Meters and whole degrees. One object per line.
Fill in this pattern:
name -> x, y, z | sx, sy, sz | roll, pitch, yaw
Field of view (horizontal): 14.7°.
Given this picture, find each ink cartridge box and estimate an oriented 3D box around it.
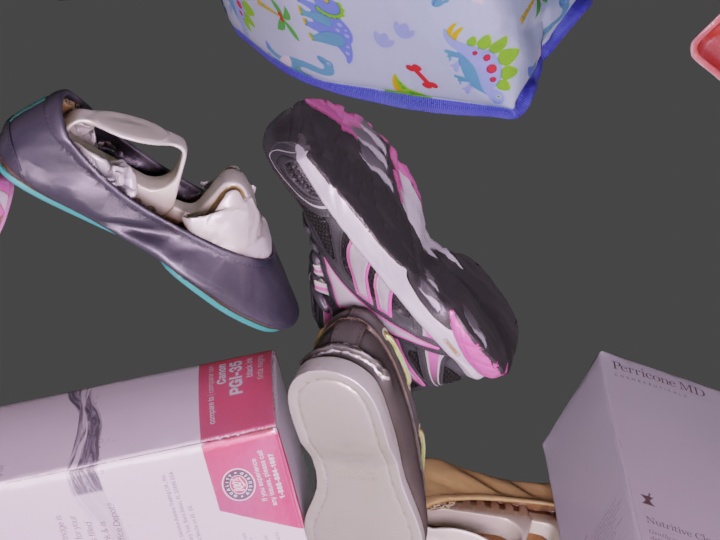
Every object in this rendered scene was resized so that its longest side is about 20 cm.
ink cartridge box -> -0.130, 0.142, 1.625 | 0.199, 0.083, 0.147 | -11, 124, 4

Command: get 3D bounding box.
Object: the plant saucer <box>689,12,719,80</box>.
plant saucer -> 0.309, -0.137, 1.488 | 0.200, 0.037, 0.200 | 34, 116, -24

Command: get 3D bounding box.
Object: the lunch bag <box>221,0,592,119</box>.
lunch bag -> -0.002, -0.179, 1.380 | 0.199, 0.128, 0.170 | 7, 135, 29

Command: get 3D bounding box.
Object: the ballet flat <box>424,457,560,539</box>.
ballet flat -> 0.103, 0.160, 1.662 | 0.199, 0.063, 0.069 | 9, 124, -10

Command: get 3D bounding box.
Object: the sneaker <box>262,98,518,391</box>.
sneaker -> 0.000, 0.000, 1.543 | 0.086, 0.080, 0.200 | -25, 117, 26

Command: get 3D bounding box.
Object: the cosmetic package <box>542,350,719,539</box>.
cosmetic package -> 0.177, 0.146, 1.575 | 0.112, 0.200, 0.081 | 18, 123, -17

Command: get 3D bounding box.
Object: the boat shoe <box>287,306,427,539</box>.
boat shoe -> 0.005, 0.108, 1.565 | 0.072, 0.060, 0.202 | 7, 136, 17

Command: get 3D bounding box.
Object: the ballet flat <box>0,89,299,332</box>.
ballet flat -> -0.102, -0.036, 1.516 | 0.200, 0.073, 0.073 | 32, 117, -19

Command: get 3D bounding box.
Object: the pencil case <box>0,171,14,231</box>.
pencil case -> -0.280, -0.060, 1.477 | 0.200, 0.087, 0.083 | 30, 140, -21
